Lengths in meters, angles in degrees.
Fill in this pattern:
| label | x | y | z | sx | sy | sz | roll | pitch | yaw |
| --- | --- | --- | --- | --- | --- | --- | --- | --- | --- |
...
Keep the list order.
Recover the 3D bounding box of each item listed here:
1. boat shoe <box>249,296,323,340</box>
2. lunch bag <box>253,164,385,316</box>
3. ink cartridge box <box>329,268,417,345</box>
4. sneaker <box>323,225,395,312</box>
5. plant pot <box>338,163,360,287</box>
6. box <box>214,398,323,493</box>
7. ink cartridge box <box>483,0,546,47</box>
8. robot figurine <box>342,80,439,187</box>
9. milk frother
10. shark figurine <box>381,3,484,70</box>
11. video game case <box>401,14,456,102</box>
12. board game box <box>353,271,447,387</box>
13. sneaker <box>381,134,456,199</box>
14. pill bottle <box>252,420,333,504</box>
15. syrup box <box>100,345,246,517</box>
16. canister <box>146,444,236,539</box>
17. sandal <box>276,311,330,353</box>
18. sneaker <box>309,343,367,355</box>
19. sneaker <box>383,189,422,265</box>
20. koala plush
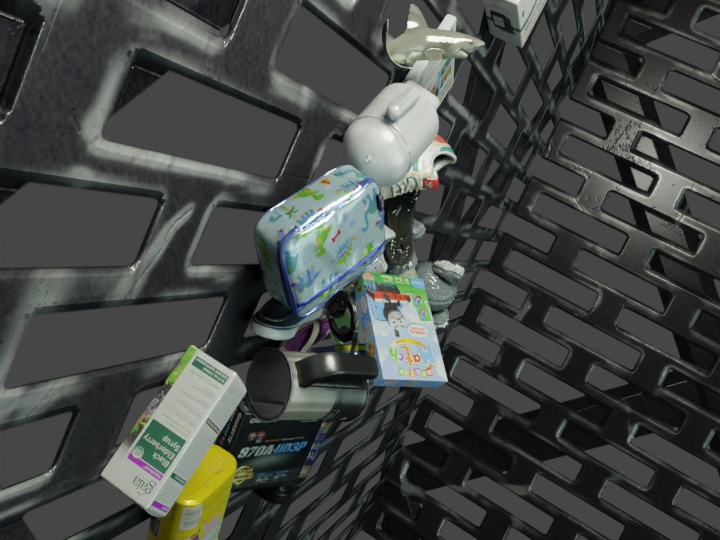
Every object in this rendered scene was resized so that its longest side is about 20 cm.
| label | x | y | z | sx | sy | sz | roll | pitch | yaw |
| --- | --- | --- | --- | --- | --- | --- | --- | --- | --- |
| boat shoe | -0.107 | 0.039 | 1.223 | 0.200 | 0.070 | 0.093 | -32 | 139 | -68 |
| lunch bag | -0.051 | -0.042 | 1.128 | 0.199 | 0.082 | 0.163 | -36 | 140 | -28 |
| ink cartridge box | 0.038 | 0.097 | 1.554 | 0.048 | 0.196 | 0.147 | -100 | 169 | -58 |
| sneaker | 0.000 | 0.000 | 1.451 | 0.203 | 0.086 | 0.075 | -64 | 165 | 9 |
| plant pot | -0.013 | -0.070 | 1.278 | 0.200 | 0.027 | 0.205 | -34 | 128 | -59 |
| box | -0.163 | 0.299 | 1.361 | 0.198 | 0.046 | 0.161 | 9 | 110 | -49 |
| ink cartridge box | 0.309 | -0.551 | 1.538 | 0.147 | 0.083 | 0.200 | -62 | 164 | 0 |
| robot figurine | 0.046 | -0.206 | 1.210 | 0.201 | 0.112 | 0.171 | -52 | 169 | -34 |
| milk frother | -0.083 | 0.140 | 1.319 | 0.186 | 0.202 | 0.181 | 11 | 131 | -47 |
| shark figurine | 0.076 | -0.353 | 1.186 | 0.212 | 0.127 | 0.092 | -20 | 113 | -42 |
| video game case | 0.114 | -0.321 | 1.406 | 0.202 | 0.023 | 0.183 | -58 | 164 | -18 |
| board game box | 0.070 | 0.105 | 1.401 | 0.149 | 0.204 | 0.036 | 8 | 150 | -37 |
| sneaker | 0.087 | -0.169 | 1.388 | 0.199 | 0.093 | 0.071 | -41 | 159 | -20 |
| pill bottle | -0.135 | 0.338 | 1.517 | 0.203 | 0.110 | 0.112 | -65 | 164 | 6 |
| syrup box | -0.241 | 0.212 | 1.038 | 0.202 | 0.078 | 0.082 | -57 | 164 | -19 |
| canister | -0.269 | 0.388 | 1.227 | 0.148 | 0.085 | 0.203 | -35 | 147 | -59 |
| sandal | -0.095 | 0.130 | 1.420 | 0.202 | 0.049 | 0.084 | -39 | 150 | -52 |
| sneaker | -0.045 | 0.179 | 1.476 | 0.199 | 0.065 | 0.080 | -14 | -101 | 63 |
| sneaker | 0.068 | -0.116 | 1.518 | 0.114 | 0.074 | 0.204 | -158 | -110 | -75 |
| koala plush | 0.110 | 0.019 | 1.620 | 0.183 | 0.198 | 0.180 | -36 | 150 | -56 |
